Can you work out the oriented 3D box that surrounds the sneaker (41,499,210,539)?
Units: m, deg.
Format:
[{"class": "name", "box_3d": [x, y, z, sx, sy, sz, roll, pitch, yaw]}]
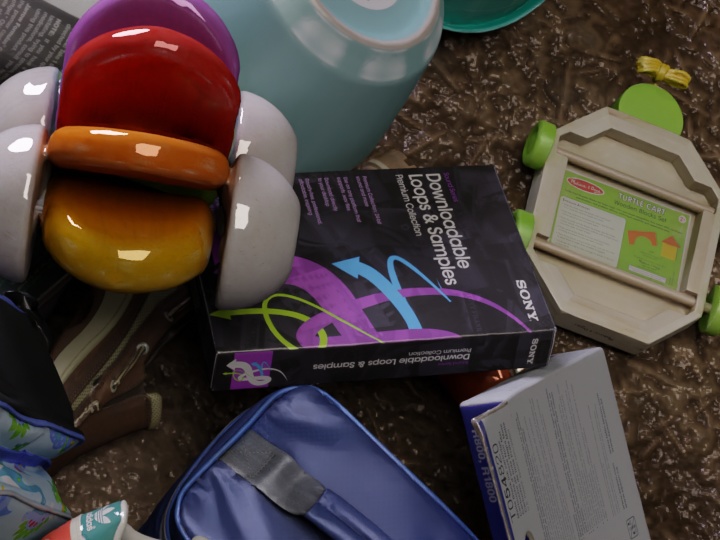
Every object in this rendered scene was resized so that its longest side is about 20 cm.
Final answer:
[{"class": "sneaker", "box_3d": [-0.092, 0.193, 1.163, 0.200, 0.093, 0.070, 44, 18, -28]}]

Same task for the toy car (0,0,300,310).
[{"class": "toy car", "box_3d": [-0.116, -0.076, 1.195, 0.174, 0.150, 0.200, 7, 26, -6]}]

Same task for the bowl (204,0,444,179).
[{"class": "bowl", "box_3d": [-0.029, -0.163, 1.328, 0.200, 0.105, 0.201, 17, 61, -33]}]

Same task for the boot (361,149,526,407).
[{"class": "boot", "box_3d": [0.026, 0.032, 1.369, 0.107, 0.075, 0.200, -27, 73, -22]}]

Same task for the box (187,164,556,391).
[{"class": "box", "box_3d": [0.000, 0.000, 1.293, 0.199, 0.036, 0.143, -3, 46, -16]}]

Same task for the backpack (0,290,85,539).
[{"class": "backpack", "box_3d": [-0.255, 0.100, 1.140, 0.200, 0.183, 0.147, -23, 76, 6]}]

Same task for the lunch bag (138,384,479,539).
[{"class": "lunch bag", "box_3d": [-0.021, 0.174, 1.255, 0.200, 0.132, 0.136, 43, 62, 2]}]

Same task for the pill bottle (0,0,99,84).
[{"class": "pill bottle", "box_3d": [-0.208, -0.165, 1.319, 0.200, 0.111, 0.111, 26, 60, -31]}]

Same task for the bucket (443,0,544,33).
[{"class": "bucket", "box_3d": [0.070, -0.263, 1.457, 0.207, 0.135, 0.208, 9, 62, -18]}]

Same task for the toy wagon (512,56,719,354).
[{"class": "toy wagon", "box_3d": [0.178, -0.046, 1.468, 0.155, 0.040, 0.200, 21, 63, -11]}]

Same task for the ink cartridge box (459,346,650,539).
[{"class": "ink cartridge box", "box_3d": [0.111, 0.158, 1.270, 0.200, 0.041, 0.200, -19, 95, -63]}]

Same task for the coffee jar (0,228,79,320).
[{"class": "coffee jar", "box_3d": [-0.256, -0.042, 1.287, 0.200, 0.085, 0.104, 46, 57, 2]}]

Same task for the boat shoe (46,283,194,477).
[{"class": "boat shoe", "box_3d": [-0.148, 0.069, 1.285, 0.075, 0.075, 0.203, 30, 62, -3]}]
